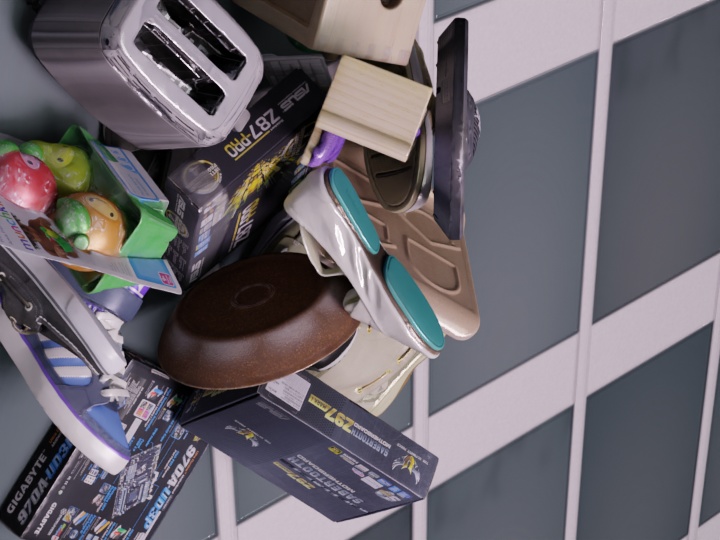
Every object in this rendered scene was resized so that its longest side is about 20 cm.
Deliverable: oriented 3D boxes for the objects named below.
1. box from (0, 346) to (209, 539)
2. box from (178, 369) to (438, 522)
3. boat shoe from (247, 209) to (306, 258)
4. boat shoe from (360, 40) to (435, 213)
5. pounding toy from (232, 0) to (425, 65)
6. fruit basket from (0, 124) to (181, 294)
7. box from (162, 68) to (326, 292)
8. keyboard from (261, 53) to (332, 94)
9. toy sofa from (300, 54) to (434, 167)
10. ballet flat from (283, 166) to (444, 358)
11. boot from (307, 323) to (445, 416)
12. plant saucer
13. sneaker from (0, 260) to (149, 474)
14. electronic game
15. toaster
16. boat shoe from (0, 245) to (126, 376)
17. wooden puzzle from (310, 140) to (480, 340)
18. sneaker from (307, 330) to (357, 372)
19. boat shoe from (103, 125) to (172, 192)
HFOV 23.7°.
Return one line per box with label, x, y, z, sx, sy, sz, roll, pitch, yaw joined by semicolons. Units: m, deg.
box;-0.233;0.183;1.649;0.159;0.046;0.200;33;88;-50
box;-0.050;0.161;1.614;0.200;0.158;0.051;36;59;-21
boat shoe;-0.077;0.004;1.689;0.200;0.062;0.072;-49;139;-12
boat shoe;0.046;-0.147;1.649;0.068;0.075;0.200;16;63;-49
pounding toy;-0.013;-0.265;1.517;0.142;0.184;0.200;4;111;-34
fruit basket;-0.248;-0.063;1.377;0.094;0.185;0.200;-49;143;12
box;-0.109;-0.078;1.542;0.161;0.049;0.200;-40;170;-22
keyboard;-0.048;-0.160;1.567;0.200;0.056;0.011;63;32;-75
toy sofa;0.009;-0.123;1.473;0.200;0.083;0.098;-60;172;-86
ballet flat;0.000;0.000;1.505;0.069;0.069;0.200;-40;108;-22
boot;0.012;0.052;1.807;0.200;0.072;0.155;-56;139;0
plant saucer;-0.094;0.036;1.561;0.200;0.200;0.037;-33;122;-28
sneaker;-0.217;0.055;1.466;0.146;0.200;0.081;-37;167;0
electronic game;0.087;-0.127;1.546;0.200;0.042;0.200;1;90;-86
toaster;-0.174;-0.181;1.395;0.200;0.129;0.114;44;67;-36
boat shoe;-0.270;0.019;1.409;0.057;0.200;0.069;-42;164;-5
wooden puzzle;0.024;-0.030;1.631;0.185;0.200;0.046;30;121;-20
sneaker;-0.016;0.004;1.708;0.200;0.070;0.090;-59;168;-27
boat shoe;-0.194;-0.085;1.516;0.067;0.057;0.200;-7;118;-44
